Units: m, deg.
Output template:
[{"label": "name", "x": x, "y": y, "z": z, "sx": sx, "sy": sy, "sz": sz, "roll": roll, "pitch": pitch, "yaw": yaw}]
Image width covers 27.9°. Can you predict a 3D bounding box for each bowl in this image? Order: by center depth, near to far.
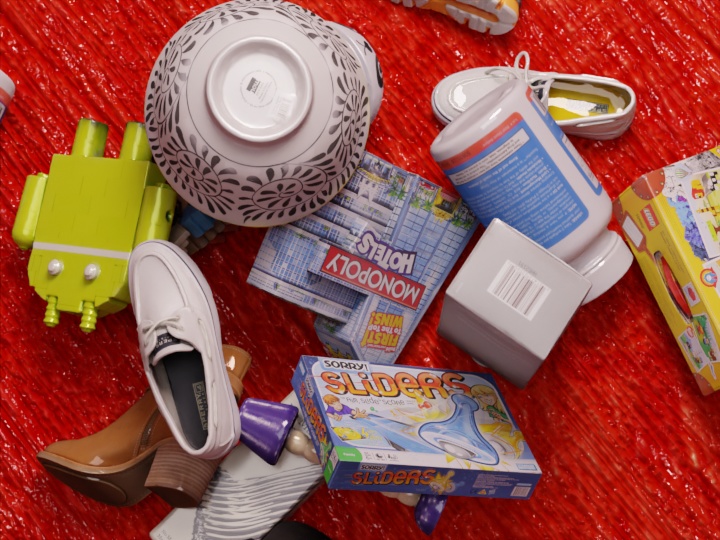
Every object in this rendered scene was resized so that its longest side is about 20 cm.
[{"label": "bowl", "x": -0.086, "y": -0.143, "z": 1.223, "sx": 0.198, "sy": 0.094, "sz": 0.203, "roll": 0, "pitch": 85, "yaw": -4}]

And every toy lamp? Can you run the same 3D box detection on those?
[{"label": "toy lamp", "x": -0.019, "y": 0.170, "z": 1.286, "sx": 0.198, "sy": 0.058, "sz": 0.059, "roll": 26, "pitch": 80, "yaw": 2}]

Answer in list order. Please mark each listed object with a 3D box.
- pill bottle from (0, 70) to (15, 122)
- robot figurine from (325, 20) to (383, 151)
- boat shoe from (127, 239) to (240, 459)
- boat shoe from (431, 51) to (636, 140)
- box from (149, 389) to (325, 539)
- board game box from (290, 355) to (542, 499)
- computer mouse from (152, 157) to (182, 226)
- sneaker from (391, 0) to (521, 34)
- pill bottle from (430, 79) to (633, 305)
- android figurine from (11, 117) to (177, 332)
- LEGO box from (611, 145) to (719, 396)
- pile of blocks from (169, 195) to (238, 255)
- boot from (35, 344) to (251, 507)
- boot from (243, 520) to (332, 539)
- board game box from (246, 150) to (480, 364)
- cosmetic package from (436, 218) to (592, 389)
[{"label": "pill bottle", "x": -0.422, "y": -0.113, "z": 1.396, "sx": 0.110, "sy": 0.111, "sz": 0.202, "roll": 22, "pitch": 80, "yaw": 6}, {"label": "robot figurine", "x": -0.064, "y": -0.163, "z": 1.357, "sx": 0.124, "sy": 0.199, "sz": 0.152, "roll": 17, "pitch": 120, "yaw": 35}, {"label": "boat shoe", "x": -0.161, "y": 0.067, "z": 1.256, "sx": 0.071, "sy": 0.066, "sz": 0.202, "roll": -16, "pitch": 82, "yaw": 11}, {"label": "boat shoe", "x": 0.168, "y": -0.166, "z": 1.399, "sx": 0.199, "sy": 0.086, "sz": 0.076, "roll": 8, "pitch": 78, "yaw": 3}, {"label": "box", "x": -0.095, "y": 0.202, "z": 1.342, "sx": 0.082, "sy": 0.068, "sz": 0.200, "roll": 43, "pitch": 83, "yaw": 9}, {"label": "board game box", "x": 0.048, "y": 0.139, "z": 1.287, "sx": 0.198, "sy": 0.035, "sz": 0.136, "roll": 7, "pitch": 34, "yaw": -25}, {"label": "computer mouse", "x": -0.197, "y": -0.123, "z": 1.425, "sx": 0.139, "sy": 0.046, "sz": 0.202, "roll": 5, "pitch": 63, "yaw": 29}, {"label": "sneaker", "x": 0.074, "y": -0.306, "z": 1.444, "sx": 0.198, "sy": 0.078, "sz": 0.078, "roll": 26, "pitch": 67, "yaw": 3}, {"label": "pill bottle", "x": 0.163, "y": -0.067, "z": 1.347, "sx": 0.112, "sy": 0.112, "sz": 0.201, "roll": -39, "pitch": 101, "yaw": -6}, {"label": "android figurine", "x": -0.249, "y": -0.042, "z": 1.356, "sx": 0.180, "sy": 0.041, "sz": 0.202, "roll": 8, "pitch": 80, "yaw": 31}, {"label": "LEGO box", "x": 0.347, "y": -0.009, "z": 1.346, "sx": 0.148, "sy": 0.077, "sz": 0.202, "roll": -21, "pitch": 78, "yaw": -21}, {"label": "pile of blocks", "x": -0.156, "y": -0.034, "z": 1.389, "sx": 0.200, "sy": 0.082, "sz": 0.062, "roll": -46, "pitch": 121, "yaw": -4}, {"label": "boot", "x": -0.200, "y": 0.136, "z": 1.354, "sx": 0.198, "sy": 0.077, "sz": 0.157, "roll": -4, "pitch": 53, "yaw": 36}, {"label": "boot", "x": -0.100, "y": 0.330, "z": 1.298, "sx": 0.068, "sy": 0.188, "sz": 0.201, "roll": 33, "pitch": 106, "yaw": 20}, {"label": "board game box", "x": 0.000, "y": 0.000, "z": 1.339, "sx": 0.061, "sy": 0.199, "sz": 0.202, "roll": 22, "pitch": 90, "yaw": 47}, {"label": "cosmetic package", "x": 0.134, "y": 0.035, "z": 1.303, "sx": 0.106, "sy": 0.200, "sz": 0.091, "roll": 34, "pitch": 83, "yaw": 6}]
